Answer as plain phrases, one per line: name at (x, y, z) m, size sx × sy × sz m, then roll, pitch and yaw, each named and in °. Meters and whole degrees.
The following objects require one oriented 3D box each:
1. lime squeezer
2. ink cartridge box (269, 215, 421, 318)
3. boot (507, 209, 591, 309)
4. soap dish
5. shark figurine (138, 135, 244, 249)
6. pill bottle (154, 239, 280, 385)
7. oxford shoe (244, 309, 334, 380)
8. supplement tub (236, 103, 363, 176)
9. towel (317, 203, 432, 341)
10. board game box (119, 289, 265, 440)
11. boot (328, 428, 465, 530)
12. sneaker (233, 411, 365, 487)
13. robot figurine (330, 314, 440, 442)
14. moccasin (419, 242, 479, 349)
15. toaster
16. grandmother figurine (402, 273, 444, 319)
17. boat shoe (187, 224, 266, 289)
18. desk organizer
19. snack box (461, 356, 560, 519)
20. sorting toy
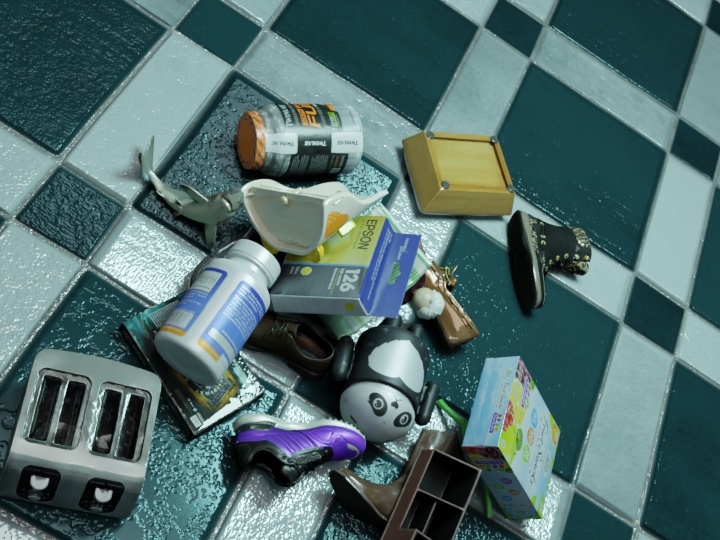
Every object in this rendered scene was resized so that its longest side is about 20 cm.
lime squeezer at (0.176, 0.287, 1.545) m, size 0.037 × 0.070 × 0.202 m, roll -3°, pitch 63°, yaw -47°
ink cartridge box at (-0.020, -0.012, 1.522) m, size 0.197 × 0.047 × 0.199 m, roll 0°, pitch 41°, yaw 17°
boot at (0.356, -0.014, 1.815) m, size 0.149 × 0.073 × 0.202 m, roll 9°, pitch 53°, yaw -21°
soap dish at (0.187, -0.182, 1.822) m, size 0.197 × 0.081 × 0.159 m, roll 0°, pitch 62°, yaw -27°
shark figurine at (-0.266, -0.125, 1.577) m, size 0.213 × 0.129 × 0.089 m, roll 26°, pitch 42°, yaw 19°
pill bottle at (-0.200, 0.056, 1.421) m, size 0.111 × 0.112 × 0.201 m, roll 35°, pitch 61°, yaw -3°
oxford shoe at (-0.125, 0.091, 1.508) m, size 0.198 × 0.085 × 0.073 m, roll 26°, pitch 56°, yaw -8°
supplement tub at (-0.105, -0.224, 1.679) m, size 0.198 × 0.123 × 0.124 m, roll -6°, pitch 64°, yaw -29°
towel at (0.000, 0.000, 1.598) m, size 0.199 × 0.023 × 0.153 m, roll -37°, pitch 72°, yaw -10°
board game box at (-0.249, 0.134, 1.456) m, size 0.134 × 0.028 × 0.201 m, roll -27°, pitch 75°, yaw -35°
boot at (0.064, 0.299, 1.488) m, size 0.186 × 0.064 × 0.201 m, roll 46°, pitch 55°, yaw -12°
sneaker at (-0.088, 0.270, 1.416) m, size 0.197 × 0.070 × 0.100 m, roll 7°, pitch 42°, yaw -12°
robot figurine at (0.040, 0.166, 1.516) m, size 0.148 × 0.126 × 0.202 m, roll 4°, pitch 52°, yaw 19°
moccasin at (0.138, 0.030, 1.666) m, size 0.077 × 0.074 × 0.203 m, roll -26°, pitch 72°, yaw -2°
toaster at (-0.365, 0.211, 1.298) m, size 0.179 × 0.119 × 0.202 m, roll 16°, pitch 56°, yaw -17°
grandmother figurine at (0.060, 0.011, 1.631) m, size 0.200 × 0.122 × 0.060 m, roll 41°, pitch 24°, yaw 22°
boat shoe at (-0.198, -0.021, 1.537) m, size 0.072 × 0.063 × 0.200 m, roll 41°, pitch 44°, yaw 5°
desk organizer at (0.094, 0.357, 1.399) m, size 0.071 × 0.077 × 0.201 m, roll 37°, pitch 63°, yaw -19°
snack box at (0.240, 0.262, 1.528) m, size 0.201 × 0.067 × 0.170 m, roll 58°, pitch 40°, yaw -38°
sorting toy at (-0.054, -0.099, 1.532) m, size 0.179 × 0.199 × 0.108 m, roll -29°, pitch 119°, yaw -38°
